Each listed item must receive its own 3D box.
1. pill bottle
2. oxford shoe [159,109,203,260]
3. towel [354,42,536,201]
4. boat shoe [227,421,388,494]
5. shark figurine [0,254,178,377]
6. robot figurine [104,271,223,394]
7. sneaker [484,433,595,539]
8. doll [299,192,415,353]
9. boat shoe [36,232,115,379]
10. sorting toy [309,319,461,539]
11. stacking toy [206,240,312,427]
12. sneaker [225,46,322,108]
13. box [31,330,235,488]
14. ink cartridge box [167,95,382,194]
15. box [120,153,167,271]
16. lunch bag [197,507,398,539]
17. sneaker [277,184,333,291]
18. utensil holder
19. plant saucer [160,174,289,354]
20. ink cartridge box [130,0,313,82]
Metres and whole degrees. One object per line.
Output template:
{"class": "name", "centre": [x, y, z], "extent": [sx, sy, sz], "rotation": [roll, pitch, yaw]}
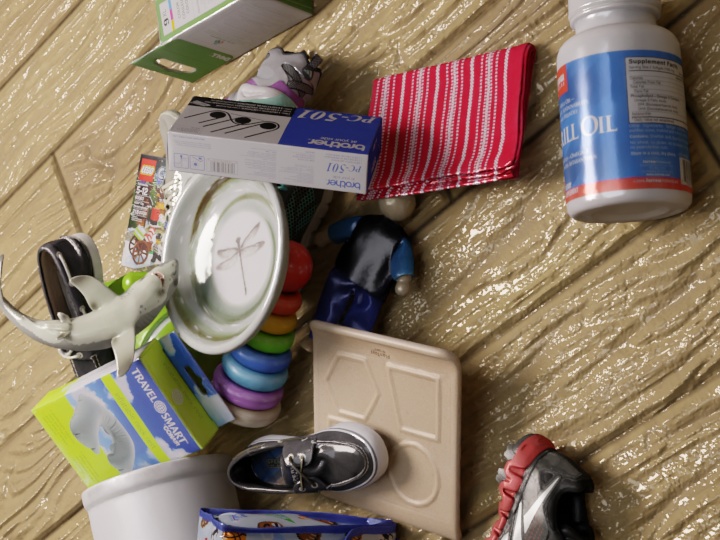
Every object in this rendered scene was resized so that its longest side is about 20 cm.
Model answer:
{"class": "pill bottle", "centre": [0.229, -0.150, 1.148], "extent": [0.111, 0.112, 0.203], "rotation": [-10, 79, 37]}
{"class": "oxford shoe", "centre": [-0.190, -0.079, 1.427], "extent": [0.075, 0.057, 0.203], "rotation": [-26, 80, 65]}
{"class": "towel", "centre": [0.082, -0.147, 1.296], "extent": [0.198, 0.022, 0.147], "rotation": [-7, 63, 37]}
{"class": "boat shoe", "centre": [-0.060, 0.197, 1.320], "extent": [0.198, 0.066, 0.071], "rotation": [-5, 102, 43]}
{"class": "shark figurine", "centre": [-0.293, 0.057, 1.361], "extent": [0.211, 0.090, 0.130], "rotation": [-1, 72, 3]}
{"class": "robot figurine", "centre": [-0.229, 0.077, 1.482], "extent": [0.199, 0.115, 0.178], "rotation": [30, 122, 36]}
{"class": "sneaker", "centre": [0.159, 0.257, 1.188], "extent": [0.097, 0.070, 0.203], "rotation": [20, 97, 40]}
{"class": "doll", "centre": [0.000, 0.000, 1.353], "extent": [0.136, 0.048, 0.202], "rotation": [36, 108, 34]}
{"class": "boat shoe", "centre": [-0.311, 0.062, 1.433], "extent": [0.073, 0.060, 0.203], "rotation": [1, 102, 40]}
{"class": "sorting toy", "centre": [0.028, 0.155, 1.299], "extent": [0.183, 0.036, 0.203], "rotation": [11, 112, 38]}
{"class": "stacking toy", "centre": [-0.098, 0.062, 1.376], "extent": [0.085, 0.085, 0.202], "rotation": [37, 118, 34]}
{"class": "sneaker", "centre": [-0.103, -0.189, 1.429], "extent": [0.199, 0.078, 0.141], "rotation": [-6, 45, 54]}
{"class": "box", "centre": [-0.244, 0.155, 1.390], "extent": [0.198, 0.048, 0.123], "rotation": [-25, 106, 32]}
{"class": "ink cartridge box", "centre": [-0.082, -0.125, 1.280], "extent": [0.197, 0.094, 0.045], "rotation": [8, 120, 7]}
{"class": "box", "centre": [-0.190, -0.054, 1.514], "extent": [0.198, 0.037, 0.139], "rotation": [12, 93, 38]}
{"class": "lunch bag", "centre": [-0.060, 0.326, 1.283], "extent": [0.124, 0.197, 0.173], "rotation": [-178, 95, -70]}
{"class": "sneaker", "centre": [-0.089, -0.061, 1.402], "extent": [0.077, 0.091, 0.203], "rotation": [15, 95, 37]}
{"class": "utensil holder", "centre": [-0.198, 0.319, 1.404], "extent": [0.169, 0.169, 0.203], "rotation": [-24, 73, 34]}
{"class": "plant saucer", "centre": [-0.128, -0.014, 1.331], "extent": [0.198, 0.050, 0.204], "rotation": [-11, 75, 45]}
{"class": "ink cartridge box", "centre": [-0.161, -0.287, 1.473], "extent": [0.198, 0.103, 0.060], "rotation": [-22, 72, 35]}
